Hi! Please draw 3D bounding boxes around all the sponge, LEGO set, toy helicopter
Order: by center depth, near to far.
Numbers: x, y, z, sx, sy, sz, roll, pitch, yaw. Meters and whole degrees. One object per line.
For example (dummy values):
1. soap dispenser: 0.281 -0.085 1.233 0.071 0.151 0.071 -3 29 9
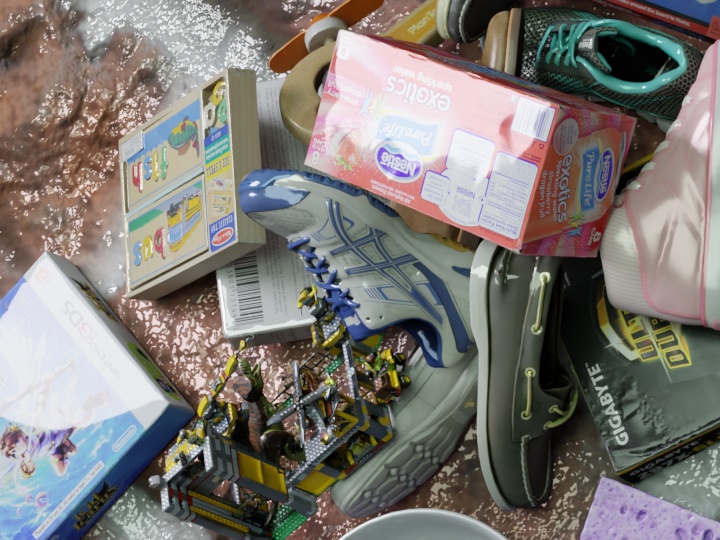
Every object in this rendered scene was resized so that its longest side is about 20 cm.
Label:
1. sponge: 0.232 0.225 1.459 0.199 0.030 0.112 20 86 28
2. LEGO set: -0.072 0.099 1.547 0.200 0.116 0.154 -36 42 35
3. toy helicopter: 0.019 -0.166 1.626 0.200 0.079 0.132 -41 59 -18

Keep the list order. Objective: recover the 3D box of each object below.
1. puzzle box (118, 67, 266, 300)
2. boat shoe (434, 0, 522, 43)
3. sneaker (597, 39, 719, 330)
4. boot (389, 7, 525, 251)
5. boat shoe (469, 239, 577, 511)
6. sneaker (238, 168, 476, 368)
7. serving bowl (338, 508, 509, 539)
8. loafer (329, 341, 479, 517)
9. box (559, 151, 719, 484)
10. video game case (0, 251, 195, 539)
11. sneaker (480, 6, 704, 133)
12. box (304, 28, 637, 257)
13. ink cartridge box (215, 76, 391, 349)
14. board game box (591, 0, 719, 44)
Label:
1. puzzle box: -0.130 -0.061 1.644 0.200 0.025 0.134 -25 67 57
2. boat shoe: 0.132 -0.241 1.586 0.065 0.073 0.200 31 75 28
3. sneaker: 0.208 -0.062 1.466 0.104 0.075 0.201 3 81 22
4. boot: 0.070 -0.096 1.555 0.075 0.074 0.201 18 106 9
5. boat shoe: 0.116 0.076 1.493 0.060 0.072 0.203 3 112 22
6. sneaker: 0.000 0.000 1.492 0.199 0.075 0.088 26 78 -12
7. serving bowl: 0.049 0.261 1.444 0.199 0.066 0.201 -7 74 24
8. loafer: 0.046 0.091 1.566 0.200 0.070 0.070 -47 57 -1
9. box: 0.216 0.024 1.510 0.159 0.049 0.201 -27 66 15
10. video game case: -0.255 0.118 1.713 0.200 0.045 0.181 -47 61 8
11. sneaker: 0.170 -0.157 1.554 0.199 0.091 0.078 16 81 28
12. box: 0.072 -0.086 1.464 0.200 0.094 0.103 23 102 39
13. ink cartridge box: -0.027 -0.052 1.649 0.175 0.045 0.201 -9 72 6
14. board game box: 0.199 -0.235 1.550 0.199 0.019 0.103 19 84 -1
